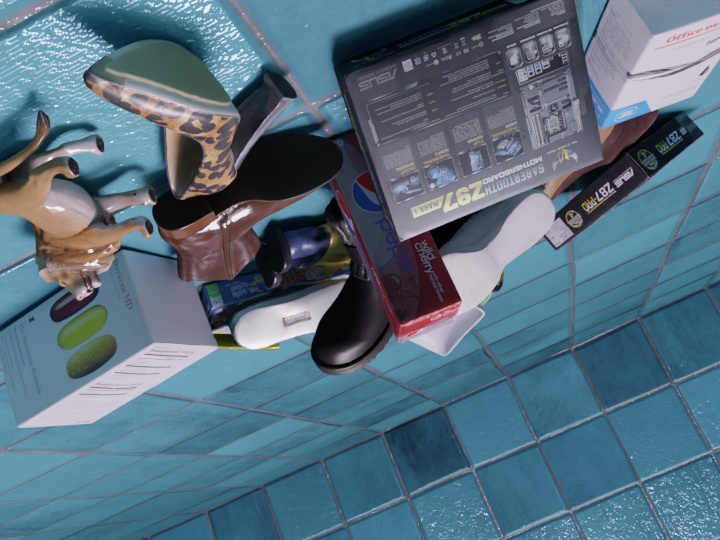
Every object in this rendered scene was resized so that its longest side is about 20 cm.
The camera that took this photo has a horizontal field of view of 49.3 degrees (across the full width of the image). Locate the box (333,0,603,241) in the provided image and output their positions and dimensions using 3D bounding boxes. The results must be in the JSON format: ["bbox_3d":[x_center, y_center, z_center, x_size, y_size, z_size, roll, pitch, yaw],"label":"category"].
[{"bbox_3d":[0.096,-0.133,0.669,0.200,0.051,0.158,-22,118,-2],"label":"box"}]

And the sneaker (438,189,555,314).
[{"bbox_3d":[0.126,-0.022,0.895,0.200,0.075,0.088,-38,-157,-4],"label":"sneaker"}]

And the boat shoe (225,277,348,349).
[{"bbox_3d":[-0.069,0.043,0.979,0.200,0.064,0.071,-10,114,-20],"label":"boat shoe"}]

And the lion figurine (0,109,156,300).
[{"bbox_3d":[-0.245,-0.051,0.630,0.122,0.073,0.200,-13,149,9],"label":"lion figurine"}]

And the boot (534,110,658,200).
[{"bbox_3d":[0.262,-0.126,0.960,0.166,0.072,0.200,-9,145,-40],"label":"boot"}]

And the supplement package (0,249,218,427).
[{"bbox_3d":[-0.277,0.077,0.853,0.200,0.114,0.110,-31,161,19],"label":"supplement package"}]

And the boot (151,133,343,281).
[{"bbox_3d":[-0.108,-0.051,0.787,0.186,0.064,0.200,-19,164,-8],"label":"boot"}]

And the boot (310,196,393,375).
[{"bbox_3d":[-0.001,-0.001,0.865,0.211,0.079,0.158,-52,143,-18],"label":"boot"}]

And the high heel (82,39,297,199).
[{"bbox_3d":[-0.148,-0.096,0.584,0.143,0.071,0.200,-41,164,28],"label":"high heel"}]

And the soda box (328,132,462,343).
[{"bbox_3d":[0.027,-0.037,0.756,0.063,0.200,0.070,-22,162,-6],"label":"soda box"}]

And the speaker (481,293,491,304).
[{"bbox_3d":[0.141,0.014,1.217,0.088,0.089,0.200,-30,160,21],"label":"speaker"}]

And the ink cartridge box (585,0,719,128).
[{"bbox_3d":[0.292,-0.228,0.747,0.116,0.068,0.200,-21,161,-7],"label":"ink cartridge box"}]

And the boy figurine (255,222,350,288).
[{"bbox_3d":[-0.027,-0.025,0.945,0.200,0.064,0.124,-7,152,-35],"label":"boy figurine"}]

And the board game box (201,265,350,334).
[{"bbox_3d":[-0.116,0.036,1.052,0.200,0.034,0.135,-15,160,-22],"label":"board game box"}]

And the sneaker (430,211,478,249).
[{"bbox_3d":[0.153,-0.074,1.035,0.200,0.060,0.104,-23,161,-11],"label":"sneaker"}]

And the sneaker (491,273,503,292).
[{"bbox_3d":[0.136,-0.006,1.015,0.076,0.075,0.200,6,-174,27],"label":"sneaker"}]

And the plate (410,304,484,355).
[{"bbox_3d":[0.063,0.040,1.118,0.032,0.199,0.200,-63,179,-26],"label":"plate"}]

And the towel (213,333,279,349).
[{"bbox_3d":[-0.205,0.092,0.981,0.200,0.018,0.086,1,-176,-11],"label":"towel"}]

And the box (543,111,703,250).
[{"bbox_3d":[0.359,-0.121,1.093,0.161,0.049,0.200,-35,171,-36],"label":"box"}]
